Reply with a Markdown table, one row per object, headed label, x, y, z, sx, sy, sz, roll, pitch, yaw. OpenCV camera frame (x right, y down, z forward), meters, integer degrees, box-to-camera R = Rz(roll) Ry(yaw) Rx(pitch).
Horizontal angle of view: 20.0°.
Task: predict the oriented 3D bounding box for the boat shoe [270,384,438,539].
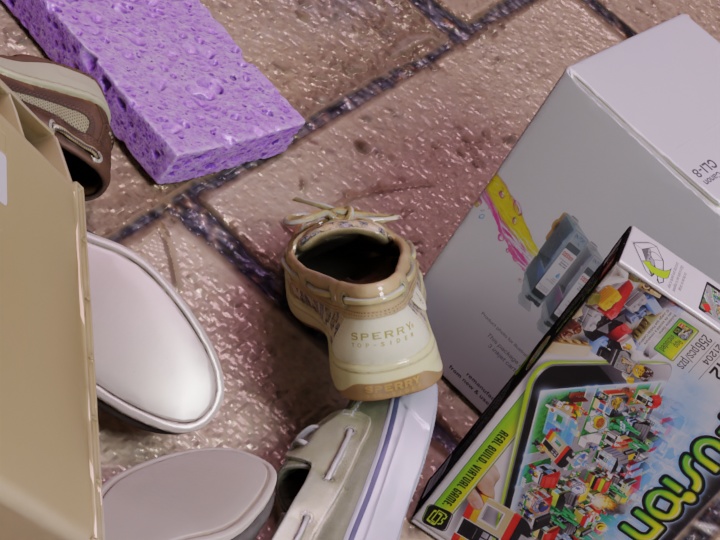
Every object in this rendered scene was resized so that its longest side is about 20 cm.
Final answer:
| label | x | y | z | sx | sy | sz | roll | pitch | yaw |
| --- | --- | --- | --- | --- | --- | --- | --- | --- | --- |
| boat shoe | -0.009 | 0.103 | 0.977 | 0.062 | 0.072 | 0.200 | 24 | 38 | -5 |

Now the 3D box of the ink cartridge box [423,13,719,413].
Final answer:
| label | x | y | z | sx | sy | sz | roll | pitch | yaw |
| --- | --- | --- | --- | --- | --- | --- | --- | --- | --- |
| ink cartridge box | 0.146 | -0.012 | 1.113 | 0.145 | 0.200 | 0.145 | 45 | 37 | 13 |

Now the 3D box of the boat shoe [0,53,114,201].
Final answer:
| label | x | y | z | sx | sy | sz | roll | pitch | yaw |
| --- | --- | --- | --- | --- | --- | --- | --- | --- | --- |
| boat shoe | -0.211 | -0.076 | 1.018 | 0.201 | 0.075 | 0.075 | 7 | 51 | -33 |

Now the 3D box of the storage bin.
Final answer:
| label | x | y | z | sx | sy | sz | roll | pitch | yaw |
| --- | --- | --- | --- | --- | --- | --- | --- | --- | --- |
| storage bin | -0.186 | 0.004 | 0.792 | 0.200 | 0.093 | 0.200 | 50 | 29 | -62 |

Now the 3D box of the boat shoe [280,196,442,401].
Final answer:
| label | x | y | z | sx | sy | sz | roll | pitch | yaw |
| --- | --- | --- | --- | --- | --- | --- | --- | --- | --- |
| boat shoe | 0.000 | 0.000 | 1.048 | 0.073 | 0.063 | 0.200 | -14 | 23 | -9 |

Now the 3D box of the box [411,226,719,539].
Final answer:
| label | x | y | z | sx | sy | sz | roll | pitch | yaw |
| --- | --- | --- | --- | --- | --- | --- | --- | --- | --- |
| box | 0.120 | 0.082 | 0.988 | 0.110 | 0.200 | 0.035 | 33 | 36 | -1 |

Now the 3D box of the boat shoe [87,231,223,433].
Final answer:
| label | x | y | z | sx | sy | sz | roll | pitch | yaw |
| --- | --- | --- | --- | --- | --- | --- | --- | --- | --- |
| boat shoe | -0.150 | 0.008 | 0.972 | 0.200 | 0.057 | 0.067 | 37 | 71 | -4 |

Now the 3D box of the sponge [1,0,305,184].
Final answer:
| label | x | y | z | sx | sy | sz | roll | pitch | yaw |
| --- | --- | --- | --- | --- | --- | --- | --- | --- | --- |
| sponge | -0.132 | -0.136 | 1.180 | 0.111 | 0.030 | 0.200 | -19 | 62 | -48 |

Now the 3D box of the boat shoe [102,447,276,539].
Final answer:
| label | x | y | z | sx | sy | sz | roll | pitch | yaw |
| --- | --- | --- | --- | --- | --- | --- | --- | --- | --- |
| boat shoe | -0.102 | 0.139 | 0.889 | 0.067 | 0.057 | 0.200 | 21 | 28 | 19 |
